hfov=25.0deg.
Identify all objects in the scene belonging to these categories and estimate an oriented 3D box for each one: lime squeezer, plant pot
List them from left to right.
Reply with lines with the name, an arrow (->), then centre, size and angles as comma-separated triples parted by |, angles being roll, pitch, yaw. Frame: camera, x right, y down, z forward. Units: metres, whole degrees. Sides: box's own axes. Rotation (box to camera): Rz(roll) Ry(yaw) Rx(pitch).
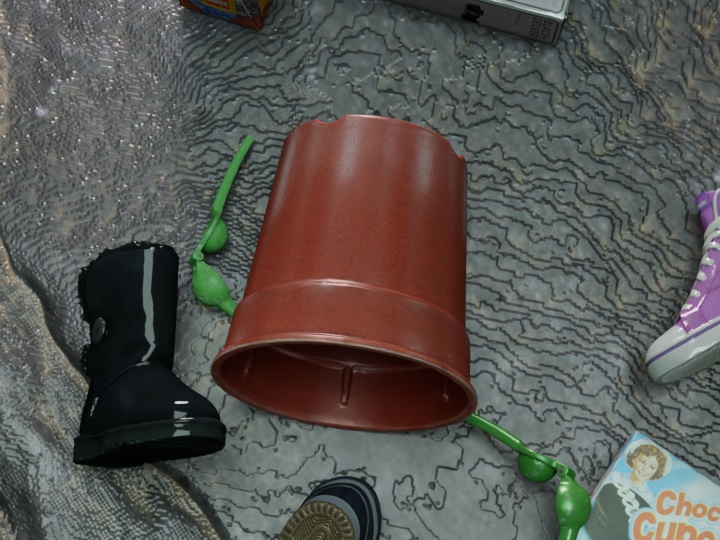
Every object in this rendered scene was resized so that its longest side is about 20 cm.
lime squeezer -> -0.105, -0.014, 1.310 | 0.070, 0.038, 0.201 | -10, 75, -3
plant pot -> 0.000, 0.000, 1.238 | 0.200, 0.201, 0.196 | 7, 67, 2
lime squeezer -> 0.134, 0.169, 1.239 | 0.071, 0.038, 0.200 | -42, 60, 26

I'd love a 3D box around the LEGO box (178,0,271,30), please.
LEGO box -> -0.088, -0.324, 1.331 | 0.077, 0.149, 0.200 | 18, 76, 5

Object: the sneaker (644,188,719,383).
sneaker -> 0.283, 0.002, 1.294 | 0.200, 0.073, 0.114 | -34, 74, -19

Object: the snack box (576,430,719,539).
snack box -> 0.263, 0.228, 1.248 | 0.200, 0.037, 0.116 | 33, 79, 8

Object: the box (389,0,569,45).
box -> 0.088, -0.274, 1.364 | 0.199, 0.060, 0.117 | 14, 76, 4

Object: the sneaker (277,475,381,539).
sneaker -> -0.052, 0.241, 1.237 | 0.070, 0.108, 0.200 | 37, 109, 6

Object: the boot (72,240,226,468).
boot -> -0.162, 0.058, 1.219 | 0.076, 0.200, 0.169 | 8, 77, -29
